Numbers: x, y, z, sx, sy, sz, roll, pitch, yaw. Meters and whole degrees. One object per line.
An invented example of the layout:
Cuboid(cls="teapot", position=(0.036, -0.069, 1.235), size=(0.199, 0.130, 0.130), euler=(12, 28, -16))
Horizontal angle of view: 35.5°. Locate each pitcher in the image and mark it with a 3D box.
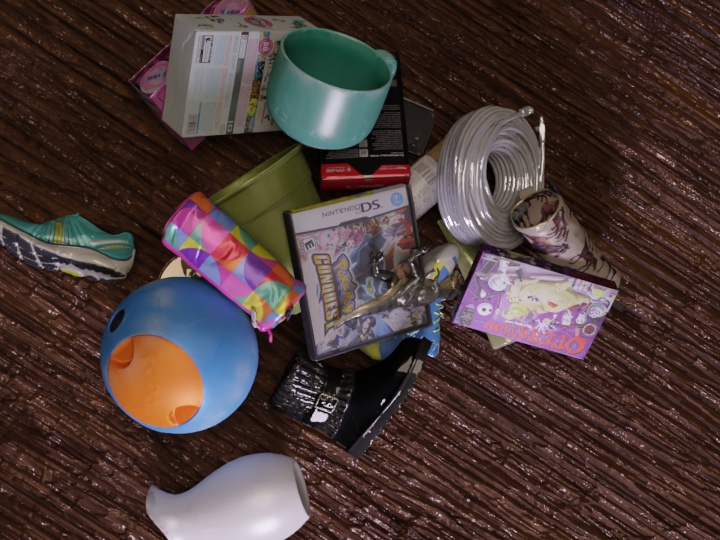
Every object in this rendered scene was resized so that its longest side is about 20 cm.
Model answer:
Cuboid(cls="pitcher", position=(-0.166, 0.341, 1.513), size=(0.200, 0.121, 0.172), euler=(-17, 105, 3))

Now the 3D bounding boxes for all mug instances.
Cuboid(cls="mug", position=(-0.033, -0.229, 1.484), size=(0.185, 0.115, 0.152), euler=(6, 39, -22))

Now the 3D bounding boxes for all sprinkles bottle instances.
Cuboid(cls="sprinkles bottle", position=(0.073, -0.107, 1.598), size=(0.200, 0.068, 0.068), euler=(-40, 89, -8))

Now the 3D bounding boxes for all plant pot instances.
Cuboid(cls="plant pot", position=(-0.112, -0.043, 1.529), size=(0.200, 0.200, 0.190), euler=(-33, 101, -8))

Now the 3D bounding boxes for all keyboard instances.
Cuboid(cls="keyboard", position=(0.001, -0.210, 1.627), size=(0.200, 0.021, 0.127), euler=(22, 76, -2))

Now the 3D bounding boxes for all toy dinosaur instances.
Cuboid(cls="toy dinosaur", position=(0.054, 0.015, 1.477), size=(0.200, 0.047, 0.088), euler=(-15, 110, -21))

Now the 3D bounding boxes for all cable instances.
Cuboid(cls="cable", position=(0.181, -0.127, 1.560), size=(0.200, 0.069, 0.200), euler=(-9, 98, -47))

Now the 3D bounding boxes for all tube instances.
Cuboid(cls="tube", position=(0.179, 0.011, 1.609), size=(0.052, 0.058, 0.200), euler=(-24, 82, 31))

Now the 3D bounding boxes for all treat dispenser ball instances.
Cuboid(cls="treat dispenser ball", position=(-0.231, 0.108, 1.444), size=(0.200, 0.201, 0.201), euler=(1, 84, -5))

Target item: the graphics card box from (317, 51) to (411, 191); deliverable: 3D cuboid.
Cuboid(cls="graphics card box", position=(0.000, -0.209, 1.574), size=(0.125, 0.051, 0.200), euler=(-3, 70, -4))

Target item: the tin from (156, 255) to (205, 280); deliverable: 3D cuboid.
Cuboid(cls="tin", position=(-0.247, 0.067, 1.565), size=(0.112, 0.042, 0.200), euler=(28, 83, -6))

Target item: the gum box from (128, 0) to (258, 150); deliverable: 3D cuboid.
Cuboid(cls="gum box", position=(-0.206, -0.281, 1.561), size=(0.200, 0.114, 0.066), euler=(-45, 48, -9))

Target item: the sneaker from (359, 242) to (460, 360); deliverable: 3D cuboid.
Cuboid(cls="sneaker", position=(0.089, 0.058, 1.588), size=(0.105, 0.076, 0.200), euler=(44, 89, -12))

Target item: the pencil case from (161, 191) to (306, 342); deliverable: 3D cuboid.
Cuboid(cls="pencil case", position=(-0.158, -0.008, 1.402), size=(0.200, 0.088, 0.088), euler=(43, 82, -3))

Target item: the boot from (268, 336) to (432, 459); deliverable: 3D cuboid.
Cuboid(cls="boot", position=(-0.016, 0.143, 1.530), size=(0.158, 0.079, 0.211), euler=(35, 106, -1))

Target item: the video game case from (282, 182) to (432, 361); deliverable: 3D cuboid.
Cuboid(cls="video game case", position=(0.000, 0.000, 1.485), size=(0.180, 0.025, 0.200), euler=(-15, 103, -25))

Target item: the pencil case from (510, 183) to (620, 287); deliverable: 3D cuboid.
Cuboid(cls="pencil case", position=(0.286, -0.032, 1.561), size=(0.078, 0.090, 0.200), euler=(-24, 130, 27))

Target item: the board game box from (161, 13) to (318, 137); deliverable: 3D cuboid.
Cuboid(cls="board game box", position=(-0.159, -0.264, 1.516), size=(0.200, 0.064, 0.148), euler=(-9, 124, -38))

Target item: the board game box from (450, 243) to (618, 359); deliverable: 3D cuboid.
Cuboid(cls="board game box", position=(0.236, 0.044, 1.537), size=(0.200, 0.032, 0.120), euler=(15, 122, -10))

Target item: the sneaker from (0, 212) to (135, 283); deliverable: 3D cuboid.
Cuboid(cls="sneaker", position=(-0.410, -0.041, 1.554), size=(0.200, 0.078, 0.080), euler=(16, 63, -8))
